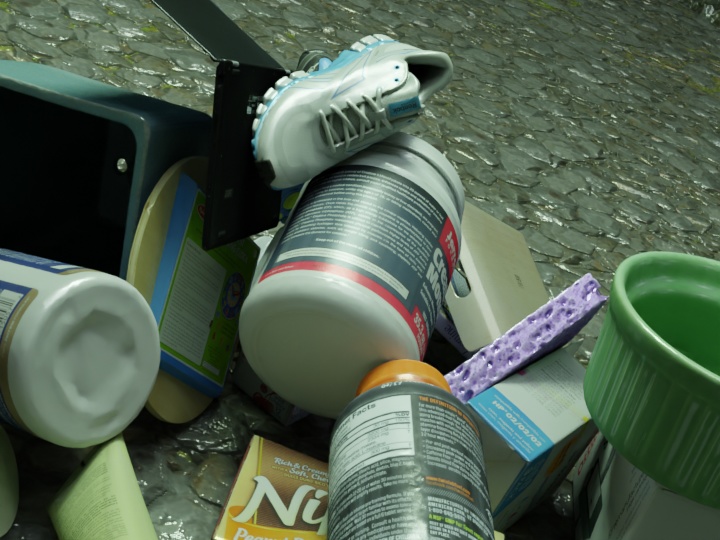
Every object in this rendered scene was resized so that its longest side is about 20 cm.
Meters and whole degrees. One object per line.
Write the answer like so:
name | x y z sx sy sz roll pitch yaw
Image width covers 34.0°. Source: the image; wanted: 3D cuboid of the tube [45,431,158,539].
tube | -0.149 0.159 0.702 0.057 0.053 0.200 -13 23 -19

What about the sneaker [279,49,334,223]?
sneaker | -0.048 -0.111 1.033 0.070 0.201 0.084 -5 55 -21

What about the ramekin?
ramekin | 0.256 0.080 0.840 0.197 0.099 0.201 15 28 -8

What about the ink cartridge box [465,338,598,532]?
ink cartridge box | 0.133 0.138 0.943 0.068 0.116 0.199 41 33 21

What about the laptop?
laptop | -0.128 -0.132 0.887 0.114 0.204 0.187 8 9 11

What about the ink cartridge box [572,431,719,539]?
ink cartridge box | 0.229 0.176 0.918 0.083 0.148 0.201 19 26 -1

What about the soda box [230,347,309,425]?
soda box | -0.019 0.063 1.031 0.070 0.064 0.199 34 30 24

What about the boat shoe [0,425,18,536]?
boat shoe | -0.258 0.151 0.699 0.062 0.072 0.200 -18 17 9

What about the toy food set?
toy food set | 0.125 0.025 1.109 0.199 0.060 0.145 20 46 -56

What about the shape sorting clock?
shape sorting clock | -0.130 0.014 0.898 0.039 0.203 0.200 9 23 19

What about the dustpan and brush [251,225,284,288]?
dustpan and brush | -0.089 0.017 1.045 0.138 0.057 0.201 -5 45 41

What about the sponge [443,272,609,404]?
sponge | 0.103 0.082 0.943 0.199 0.112 0.030 -33 76 -22

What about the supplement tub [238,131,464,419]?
supplement tub | 0.000 0.000 0.911 0.138 0.141 0.201 22 47 2

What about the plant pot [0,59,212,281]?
plant pot | -0.216 -0.062 0.959 0.193 0.200 0.200 17 18 17

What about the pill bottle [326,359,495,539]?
pill bottle | 0.031 0.144 0.751 0.105 0.107 0.201 16 31 -10

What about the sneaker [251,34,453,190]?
sneaker | -0.001 -0.125 0.891 0.086 0.076 0.200 9 40 40

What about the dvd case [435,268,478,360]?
dvd case | 0.089 0.033 1.104 0.200 0.017 0.143 44 18 -26

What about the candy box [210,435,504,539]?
candy box | -0.003 0.199 0.804 0.197 0.056 0.116 21 28 -1

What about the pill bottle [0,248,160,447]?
pill bottle | -0.236 0.045 0.802 0.198 0.113 0.110 11 14 42
